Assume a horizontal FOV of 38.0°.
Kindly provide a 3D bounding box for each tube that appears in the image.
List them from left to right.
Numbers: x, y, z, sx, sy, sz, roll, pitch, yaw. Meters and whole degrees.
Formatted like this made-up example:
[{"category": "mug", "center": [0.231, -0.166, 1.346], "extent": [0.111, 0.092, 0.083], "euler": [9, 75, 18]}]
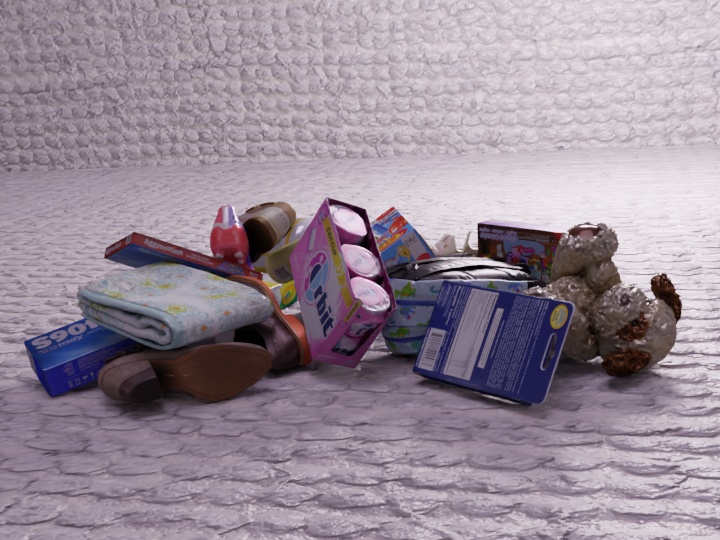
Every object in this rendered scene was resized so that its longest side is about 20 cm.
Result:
[{"category": "tube", "center": [-0.062, -0.031, 1.516], "extent": [0.058, 0.052, 0.199], "euler": [-35, 8, -40]}]

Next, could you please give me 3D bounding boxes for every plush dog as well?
[{"category": "plush dog", "center": [0.297, 0.064, 1.270], "extent": [0.171, 0.161, 0.200], "euler": [20, 52, 30]}]

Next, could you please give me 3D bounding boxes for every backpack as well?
[{"category": "backpack", "center": [0.113, 0.042, 1.376], "extent": [0.199, 0.155, 0.163], "euler": [14, 4, -33]}]

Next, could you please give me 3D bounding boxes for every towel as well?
[{"category": "towel", "center": [-0.236, 0.040, 1.318], "extent": [0.199, 0.049, 0.171], "euler": [17, 24, 36]}]

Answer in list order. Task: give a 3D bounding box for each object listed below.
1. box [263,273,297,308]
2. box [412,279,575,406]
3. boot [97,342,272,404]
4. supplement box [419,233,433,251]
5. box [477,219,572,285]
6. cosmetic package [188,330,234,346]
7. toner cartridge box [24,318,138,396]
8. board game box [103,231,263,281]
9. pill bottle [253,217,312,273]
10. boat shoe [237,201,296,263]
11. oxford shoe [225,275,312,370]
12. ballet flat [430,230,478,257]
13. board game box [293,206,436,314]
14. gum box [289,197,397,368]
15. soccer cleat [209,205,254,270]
[{"category": "box", "center": [-0.197, 0.048, 1.615], "extent": [0.116, 0.049, 0.200], "euler": [5, 14, 30]}, {"category": "box", "center": [0.156, 0.083, 1.202], "extent": [0.032, 0.122, 0.199], "euler": [28, -12, -40]}, {"category": "boot", "center": [-0.223, 0.113, 1.288], "extent": [0.198, 0.071, 0.146], "euler": [-10, 14, -20]}, {"category": "supplement box", "center": [0.087, -0.007, 1.656], "extent": [0.068, 0.067, 0.200], "euler": [-23, 9, 4]}, {"category": "box", "center": [0.249, 0.007, 1.450], "extent": [0.039, 0.138, 0.199], "euler": [-14, 16, -40]}, {"category": "cosmetic package", "center": [-0.264, 0.077, 1.496], "extent": [0.198, 0.051, 0.082], "euler": [3, 19, 29]}, {"category": "toner cartridge box", "center": [-0.327, 0.091, 1.367], "extent": [0.199, 0.044, 0.095], "euler": [-22, 31, -25]}, {"category": "board game box", "center": [-0.247, -0.006, 1.464], "extent": [0.199, 0.020, 0.103], "euler": [19, -21, -31]}, {"category": "pill bottle", "center": [-0.121, -0.035, 1.799], "extent": [0.199, 0.113, 0.112], "euler": [4, 15, 31]}, {"category": "boat shoe", "center": [-0.148, -0.060, 1.558], "extent": [0.066, 0.074, 0.200], "euler": [-38, 14, -23]}, {"category": "oxford shoe", "center": [-0.143, 0.066, 1.383], "extent": [0.072, 0.072, 0.200], "euler": [-18, 35, -32]}, {"category": "ballet flat", "center": [0.175, -0.034, 1.805], "extent": [0.198, 0.073, 0.072], "euler": [-6, 13, -5]}, {"category": "board game box", "center": [0.000, 0.000, 1.530], "extent": [0.199, 0.056, 0.196], "euler": [-37, 14, 1]}, {"category": "gum box", "center": [-0.025, 0.018, 1.343], "extent": [0.066, 0.114, 0.201], "euler": [14, 38, -28]}, {"category": "soccer cleat", "center": [-0.190, -0.029, 1.538], "extent": [0.066, 0.077, 0.200], "euler": [-1, -17, -5]}]
